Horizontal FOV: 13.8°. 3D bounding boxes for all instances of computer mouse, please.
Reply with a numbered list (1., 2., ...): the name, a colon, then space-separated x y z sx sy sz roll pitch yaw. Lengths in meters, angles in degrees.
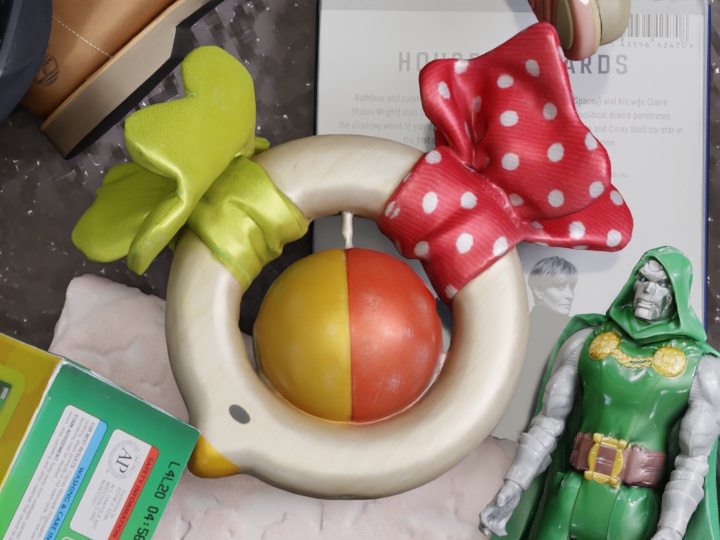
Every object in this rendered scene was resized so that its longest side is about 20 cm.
1. computer mouse: -0.148 -0.026 1.045 0.058 0.034 0.201 -9 53 41

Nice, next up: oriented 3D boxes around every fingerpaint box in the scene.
1. fingerpaint box: -0.166 0.114 1.038 0.073 0.167 0.201 30 81 -40

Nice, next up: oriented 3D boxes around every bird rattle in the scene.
1. bird rattle: 0.000 0.000 1.059 0.199 0.113 0.164 2 81 -15

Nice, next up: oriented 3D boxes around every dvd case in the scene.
1. dvd case: 0.056 -0.004 1.119 0.149 0.025 0.201 1 83 1

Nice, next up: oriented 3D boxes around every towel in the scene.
1. towel: -0.047 0.124 1.086 0.199 0.032 0.192 22 91 5

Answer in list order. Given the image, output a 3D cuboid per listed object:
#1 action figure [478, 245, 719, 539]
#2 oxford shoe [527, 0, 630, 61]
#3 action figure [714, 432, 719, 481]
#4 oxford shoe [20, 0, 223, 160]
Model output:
1. action figure: 0.083 0.089 1.031 0.118 0.055 0.201 12 87 22
2. oxford shoe: 0.083 -0.167 1.093 0.073 0.071 0.201 -6 62 -5
3. action figure: 0.150 0.111 1.073 0.130 0.069 0.200 43 94 -10
4. oxford shoe: -0.059 -0.134 1.112 0.200 0.071 0.071 -42 89 -3
